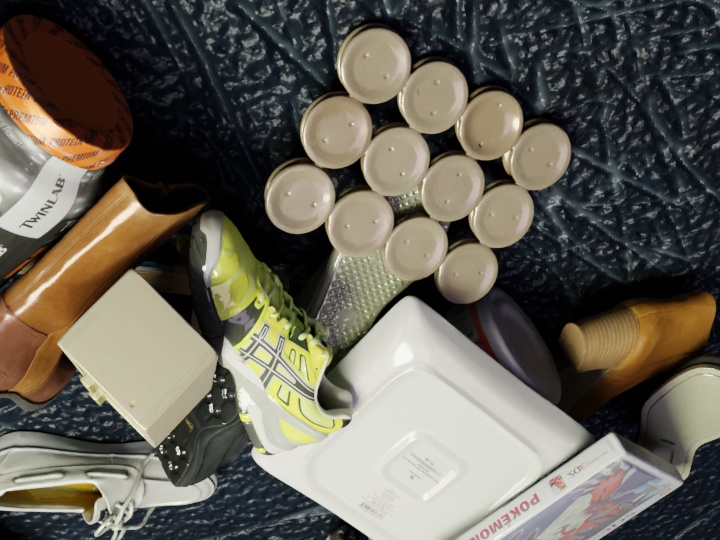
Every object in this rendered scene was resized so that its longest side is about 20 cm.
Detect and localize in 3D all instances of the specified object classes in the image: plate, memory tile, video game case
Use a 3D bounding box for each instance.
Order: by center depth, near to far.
[{"bbox_3d":[0.043,-0.068,0.726,0.198,0.017,0.155,23,106,-28],"label":"memory tile"},{"bbox_3d":[0.046,0.143,0.798,0.199,0.033,0.200,37,116,-18],"label":"plate"},{"bbox_3d":[0.166,0.205,0.859,0.181,0.023,0.199,-38,149,14],"label":"video game case"}]

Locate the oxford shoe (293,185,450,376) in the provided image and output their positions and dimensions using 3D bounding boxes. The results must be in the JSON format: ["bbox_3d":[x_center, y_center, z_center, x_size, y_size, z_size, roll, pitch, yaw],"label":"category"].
[{"bbox_3d":[0.000,0.000,0.789,0.074,0.058,0.202,25,109,-24],"label":"oxford shoe"}]

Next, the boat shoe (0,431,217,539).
[{"bbox_3d":[-0.220,0.195,0.902,0.199,0.087,0.075,13,130,-22],"label":"boat shoe"}]

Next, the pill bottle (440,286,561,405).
[{"bbox_3d":[0.057,0.111,0.862,0.199,0.113,0.112,-36,130,23],"label":"pill bottle"}]

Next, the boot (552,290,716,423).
[{"bbox_3d":[0.221,0.094,0.913,0.142,0.072,0.202,-8,146,-20],"label":"boot"}]

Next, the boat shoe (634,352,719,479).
[{"bbox_3d":[0.286,0.118,0.921,0.071,0.068,0.201,21,151,12],"label":"boat shoe"}]

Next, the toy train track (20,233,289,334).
[{"bbox_3d":[-0.151,-0.004,0.770,0.196,0.033,0.116,7,139,-10],"label":"toy train track"}]

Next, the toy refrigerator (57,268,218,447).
[{"bbox_3d":[-0.147,0.069,0.704,0.070,0.076,0.200,-46,179,-15],"label":"toy refrigerator"}]

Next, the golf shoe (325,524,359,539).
[{"bbox_3d":[-0.034,0.341,1.086,0.093,0.078,0.202,-8,133,-3],"label":"golf shoe"}]

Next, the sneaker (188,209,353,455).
[{"bbox_3d":[-0.061,0.039,0.716,0.075,0.076,0.202,-13,128,9],"label":"sneaker"}]

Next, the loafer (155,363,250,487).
[{"bbox_3d":[-0.108,0.108,0.856,0.070,0.069,0.201,-16,152,-41],"label":"loafer"}]

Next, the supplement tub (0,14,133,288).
[{"bbox_3d":[-0.239,-0.054,0.637,0.199,0.124,0.122,-35,130,22],"label":"supplement tub"}]

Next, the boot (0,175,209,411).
[{"bbox_3d":[-0.183,0.006,0.695,0.200,0.069,0.188,-42,169,9],"label":"boot"}]

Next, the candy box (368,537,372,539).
[{"bbox_3d":[0.105,0.214,0.977,0.196,0.056,0.116,-5,163,-6],"label":"candy box"}]
